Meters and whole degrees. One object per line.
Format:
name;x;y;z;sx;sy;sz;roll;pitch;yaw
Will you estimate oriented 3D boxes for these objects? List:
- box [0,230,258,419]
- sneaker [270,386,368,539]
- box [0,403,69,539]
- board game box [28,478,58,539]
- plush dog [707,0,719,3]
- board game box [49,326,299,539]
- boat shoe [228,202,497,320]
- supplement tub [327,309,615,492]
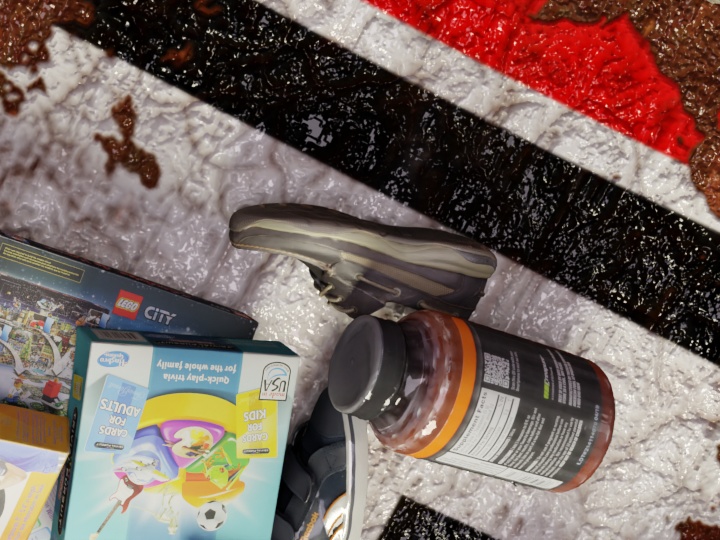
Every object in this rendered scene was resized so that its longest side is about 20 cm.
box;-0.187;0.067;0.959;0.200;0.038;0.137;21;91;-26
sneaker;-0.041;0.180;1.014;0.079;0.078;0.200;2;103;-14
box;-0.306;0.129;0.893;0.200;0.042;0.119;14;123;-25
board game box;-0.309;0.177;0.993;0.200;0.040;0.153;-24;104;-3
plush dog;0.213;-0.292;0.932;0.171;0.160;0.200;10;101;13
board game box;-0.133;0.146;0.952;0.151;0.047;0.200;5;99;-24
boat shoe;0.000;0.000;0.985;0.200;0.075;0.073;11;100;-9
supplement tub;0.078;0.090;0.977;0.200;0.107;0.107;19;99;-27
